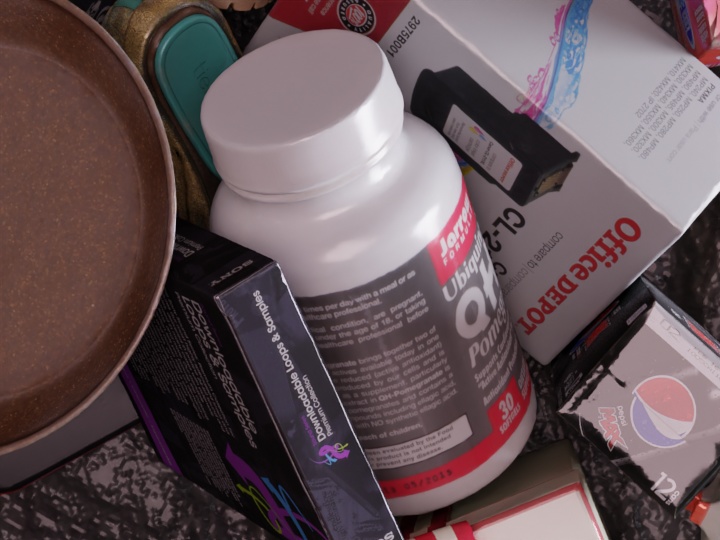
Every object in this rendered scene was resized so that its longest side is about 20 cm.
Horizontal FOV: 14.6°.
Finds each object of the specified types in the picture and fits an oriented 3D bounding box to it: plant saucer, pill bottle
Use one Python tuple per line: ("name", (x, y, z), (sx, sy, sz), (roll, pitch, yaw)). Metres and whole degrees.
("plant saucer", (-0.162, -0.021, 1.156), (0.200, 0.037, 0.201), (-1, 86, 19))
("pill bottle", (0.000, 0.000, 1.206), (0.110, 0.111, 0.200), (-18, 126, 4))

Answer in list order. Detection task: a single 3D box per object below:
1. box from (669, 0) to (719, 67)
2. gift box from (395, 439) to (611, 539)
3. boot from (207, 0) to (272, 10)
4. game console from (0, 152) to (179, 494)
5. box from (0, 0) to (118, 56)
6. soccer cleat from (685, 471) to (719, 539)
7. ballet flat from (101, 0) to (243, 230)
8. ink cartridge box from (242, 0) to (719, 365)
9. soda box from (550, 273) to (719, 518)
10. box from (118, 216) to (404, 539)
("box", (0.183, -0.145, 1.209), (0.099, 0.200, 0.096), (-11, 90, 3))
("gift box", (0.043, 0.198, 1.248), (0.200, 0.187, 0.185), (-28, 92, 4))
("boot", (-0.106, -0.209, 1.245), (0.200, 0.075, 0.107), (31, 124, 17))
("game console", (-0.147, -0.018, 1.324), (0.177, 0.031, 0.200), (-29, 91, 5))
("box", (-0.236, -0.105, 1.263), (0.197, 0.117, 0.200), (38, 96, 13))
("soccer cleat", (0.221, 0.053, 1.291), (0.077, 0.069, 0.200), (25, 102, -3))
("ballet flat", (-0.062, -0.044, 1.261), (0.070, 0.071, 0.200), (-22, 125, 5))
("ink cartridge box", (0.057, -0.073, 1.242), (0.200, 0.146, 0.083), (41, 55, 1))
("soda box", (0.129, 0.050, 1.225), (0.071, 0.200, 0.063), (41, 96, 0))
("box", (-0.063, 0.042, 1.204), (0.036, 0.200, 0.143), (-32, 115, -17))
